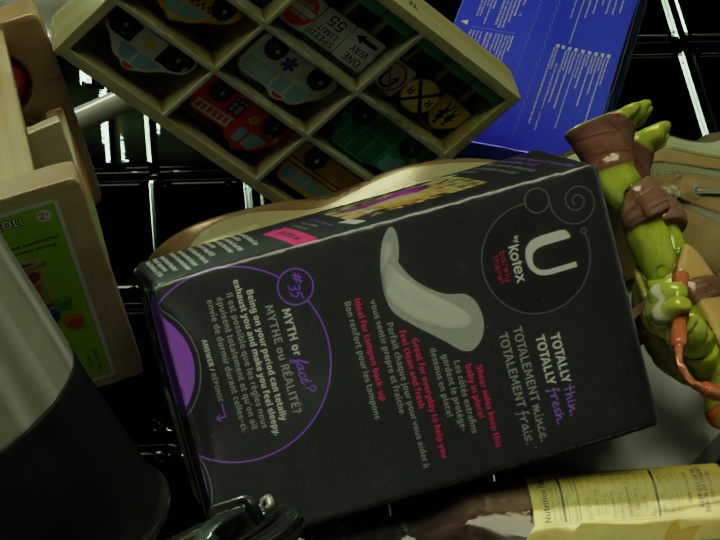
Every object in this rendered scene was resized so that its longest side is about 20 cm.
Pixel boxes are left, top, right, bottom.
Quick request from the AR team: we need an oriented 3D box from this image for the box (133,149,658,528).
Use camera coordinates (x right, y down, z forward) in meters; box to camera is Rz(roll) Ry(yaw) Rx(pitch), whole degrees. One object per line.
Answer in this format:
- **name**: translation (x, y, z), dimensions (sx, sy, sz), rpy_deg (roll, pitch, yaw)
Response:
- **box**: translation (0.013, 0.032, 1.261), dimensions (0.199, 0.123, 0.106), rpy_deg (-15, 7, -7)

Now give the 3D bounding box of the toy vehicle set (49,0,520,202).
- **toy vehicle set**: translation (-0.034, -0.102, 1.380), dimensions (0.200, 0.124, 0.027), rpy_deg (34, 26, -34)

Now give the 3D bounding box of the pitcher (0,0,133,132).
- **pitcher**: translation (-0.099, -0.130, 1.507), dimensions (0.199, 0.121, 0.172), rpy_deg (5, 59, 17)

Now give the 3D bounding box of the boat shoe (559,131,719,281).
- **boat shoe**: translation (0.155, -0.023, 1.399), dimensions (0.199, 0.072, 0.076), rpy_deg (-13, 52, -40)

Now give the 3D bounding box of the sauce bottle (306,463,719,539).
- **sauce bottle**: translation (0.077, 0.122, 1.255), dimensions (0.199, 0.066, 0.066), rpy_deg (-5, 41, -4)

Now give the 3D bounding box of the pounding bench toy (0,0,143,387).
- **pounding bench toy**: translation (-0.222, -0.017, 1.340), dimensions (0.199, 0.125, 0.156), rpy_deg (-17, 42, -2)

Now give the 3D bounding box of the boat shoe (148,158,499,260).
- **boat shoe**: translation (0.000, 0.000, 1.359), dimensions (0.199, 0.072, 0.072), rpy_deg (-13, 73, -29)

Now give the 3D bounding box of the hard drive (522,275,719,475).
- **hard drive**: translation (0.089, 0.039, 1.379), dimensions (0.199, 0.025, 0.132), rpy_deg (27, 46, 24)

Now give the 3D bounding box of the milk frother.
- **milk frother**: translation (-0.140, 0.052, 1.143), dimensions (0.199, 0.189, 0.181), rpy_deg (-20, 27, 21)

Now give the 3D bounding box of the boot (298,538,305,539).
- **boot**: translation (-0.061, 0.198, 1.126), dimensions (0.095, 0.074, 0.200), rpy_deg (38, 71, 27)

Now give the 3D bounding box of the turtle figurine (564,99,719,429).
- **turtle figurine**: translation (0.148, 0.010, 1.296), dimensions (0.200, 0.064, 0.162), rpy_deg (11, 53, -61)

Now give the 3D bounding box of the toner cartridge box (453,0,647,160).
- **toner cartridge box**: translation (0.094, -0.110, 1.538), dimensions (0.095, 0.043, 0.200), rpy_deg (13, 42, 9)
